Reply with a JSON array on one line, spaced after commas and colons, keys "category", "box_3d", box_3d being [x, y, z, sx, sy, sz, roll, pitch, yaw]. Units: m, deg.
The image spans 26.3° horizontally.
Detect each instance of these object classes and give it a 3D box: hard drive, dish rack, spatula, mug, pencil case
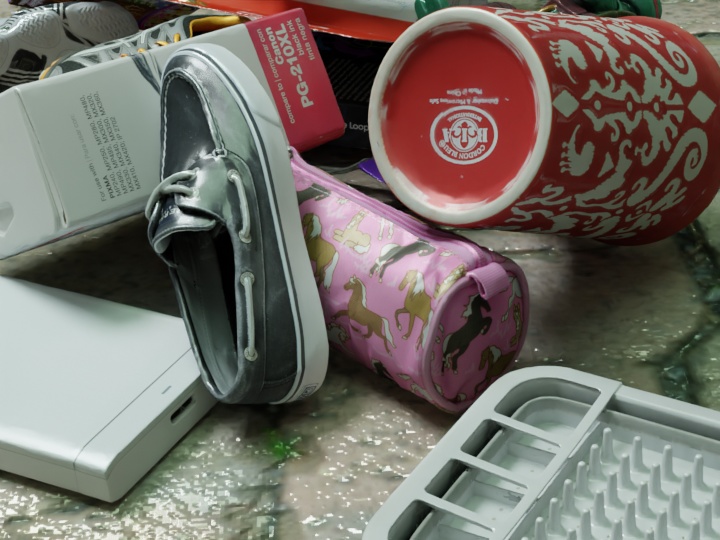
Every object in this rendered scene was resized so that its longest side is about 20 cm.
[{"category": "hard drive", "box_3d": [-0.176, 0.053, 0.816, 0.199, 0.027, 0.132, 11, 33, 26]}, {"category": "dish rack", "box_3d": [0.118, 0.118, 0.652, 0.199, 0.044, 0.172, 14, 34, 28]}, {"category": "spatula", "box_3d": [-0.021, -0.069, 1.011, 0.199, 0.021, 0.056, 13, 16, 34]}, {"category": "mug", "box_3d": [0.089, -0.067, 0.842, 0.200, 0.177, 0.134, -4, 63, -56]}, {"category": "pencil case", "box_3d": [0.000, 0.000, 0.821, 0.200, 0.087, 0.083, 30, 72, 41]}]

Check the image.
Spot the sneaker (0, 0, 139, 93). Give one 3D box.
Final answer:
[{"category": "sneaker", "box_3d": [-0.275, -0.173, 1.169, 0.199, 0.075, 0.115, -20, 36, -20]}]

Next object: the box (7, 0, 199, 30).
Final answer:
[{"category": "box", "box_3d": [-0.161, -0.236, 1.159, 0.136, 0.039, 0.200, 5, -14, -36]}]

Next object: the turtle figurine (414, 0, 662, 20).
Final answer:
[{"category": "turtle figurine", "box_3d": [0.122, -0.161, 0.983, 0.199, 0.150, 0.101, -22, 52, -25]}]

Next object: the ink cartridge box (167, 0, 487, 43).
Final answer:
[{"category": "ink cartridge box", "box_3d": [-0.023, -0.184, 1.037, 0.162, 0.057, 0.200, 14, 6, 23]}]

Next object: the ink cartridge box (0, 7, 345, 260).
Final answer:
[{"category": "ink cartridge box", "box_3d": [-0.134, -0.078, 0.913, 0.199, 0.085, 0.144, -23, 4, -36]}]

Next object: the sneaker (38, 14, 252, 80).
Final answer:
[{"category": "sneaker", "box_3d": [-0.146, -0.134, 1.063, 0.077, 0.079, 0.200, -16, 16, 42]}]

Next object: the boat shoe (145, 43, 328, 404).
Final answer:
[{"category": "boat shoe", "box_3d": [-0.077, -0.026, 0.792, 0.068, 0.201, 0.072, -2, -18, -44]}]

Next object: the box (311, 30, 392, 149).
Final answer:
[{"category": "box", "box_3d": [0.020, -0.123, 1.073, 0.199, 0.036, 0.143, 10, 28, 16]}]
